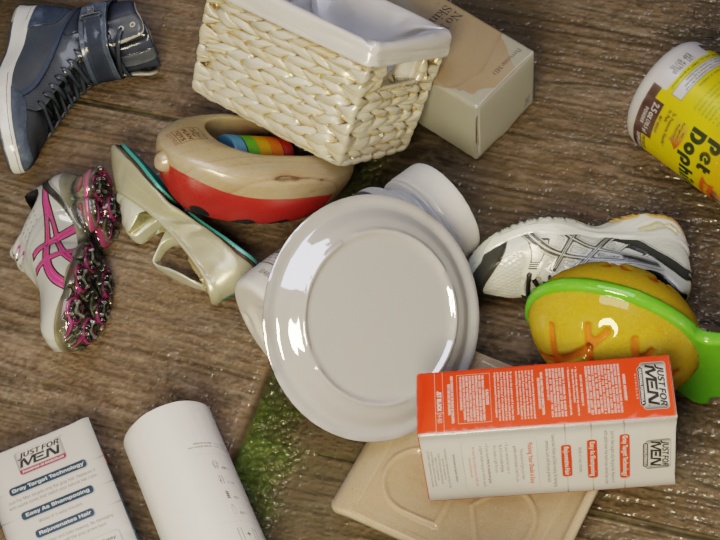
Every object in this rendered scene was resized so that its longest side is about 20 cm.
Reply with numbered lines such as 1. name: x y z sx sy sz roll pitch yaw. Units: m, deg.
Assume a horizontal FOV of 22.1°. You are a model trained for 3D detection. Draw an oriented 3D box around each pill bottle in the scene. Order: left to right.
1. pill bottle: 0.000 0.000 1.598 0.199 0.114 0.114 -37 60 -19
2. pill bottle: 0.343 -0.110 1.651 0.109 0.110 0.200 -39 60 -21

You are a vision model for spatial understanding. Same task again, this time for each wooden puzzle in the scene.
1. wooden puzzle: 0.101 0.164 1.521 0.199 0.046 0.186 19 58 22

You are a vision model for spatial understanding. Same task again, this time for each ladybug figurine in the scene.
1. ladybug figurine: -0.099 -0.088 1.659 0.199 0.072 0.136 1 28 -33

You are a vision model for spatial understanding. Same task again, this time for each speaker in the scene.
1. speaker: -0.123 0.204 1.485 0.081 0.081 0.201 -21 56 -10

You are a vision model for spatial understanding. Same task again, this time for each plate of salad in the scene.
1. plate of salad: 0.007 0.039 1.513 0.198 0.048 0.202 1 88 -27

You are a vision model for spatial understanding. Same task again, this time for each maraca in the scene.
1. maraca: 0.230 0.059 1.521 0.198 0.137 0.108 20 64 2

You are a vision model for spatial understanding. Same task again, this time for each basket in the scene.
1. basket: -0.041 -0.192 1.679 0.199 0.124 0.135 30 27 27

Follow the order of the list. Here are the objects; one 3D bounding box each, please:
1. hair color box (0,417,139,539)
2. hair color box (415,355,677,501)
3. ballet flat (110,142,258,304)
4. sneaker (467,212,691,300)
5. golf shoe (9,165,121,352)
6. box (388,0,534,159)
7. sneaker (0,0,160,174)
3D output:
1. hair color box: -0.228 0.228 1.488 0.099 0.061 0.201 -21 57 -11
2. hair color box: 0.146 0.125 1.450 0.198 0.102 0.062 -4 52 5
3. ballet flat: -0.176 -0.039 1.674 0.069 0.070 0.200 -38 61 -21
4. sneaker: 0.192 0.005 1.603 0.198 0.076 0.088 -8 55 0
5. golf shoe: -0.269 -0.003 1.654 0.091 0.073 0.201 -12 46 13
6. box: 0.062 -0.203 1.756 0.199 0.078 0.095 33 63 24
7. sneaker: -0.269 -0.182 1.768 0.145 0.077 0.204 -2 54 6
